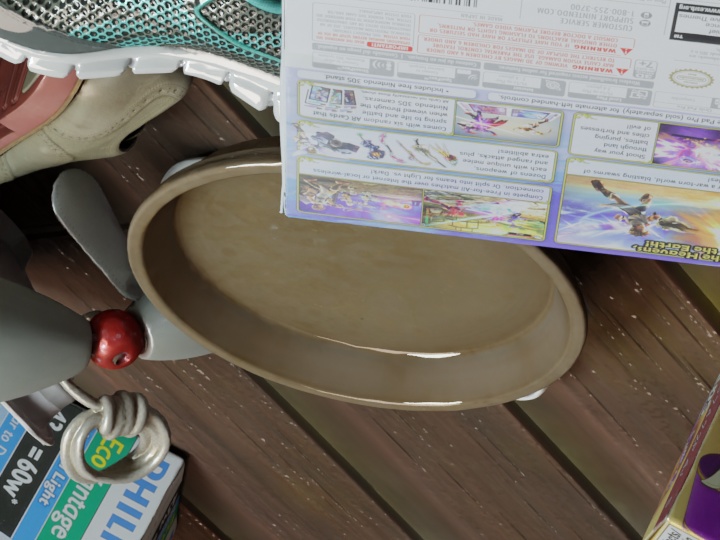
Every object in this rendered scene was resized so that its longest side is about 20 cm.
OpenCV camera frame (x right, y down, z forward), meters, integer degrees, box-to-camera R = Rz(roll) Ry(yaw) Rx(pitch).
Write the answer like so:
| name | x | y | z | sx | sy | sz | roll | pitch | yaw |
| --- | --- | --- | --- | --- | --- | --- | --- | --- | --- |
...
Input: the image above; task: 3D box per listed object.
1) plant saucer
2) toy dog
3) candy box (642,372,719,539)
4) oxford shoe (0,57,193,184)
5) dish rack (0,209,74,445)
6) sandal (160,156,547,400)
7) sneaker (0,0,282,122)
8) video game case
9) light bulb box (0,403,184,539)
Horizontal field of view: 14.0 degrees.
| name | x | y | z | sx | sy | sz | roll | pitch | yaw |
| --- | --- | --- | --- | --- | --- | --- | --- | --- | --- |
| plant saucer | 0.000 | 0.000 | 1.240 | 0.199 | 0.030 | 0.200 | 10 | 152 | 5 |
| toy dog | -0.157 | 0.016 | 1.306 | 0.199 | 0.132 | 0.096 | 9 | -145 | -45 |
| candy box | 0.228 | 0.110 | 1.209 | 0.199 | 0.117 | 0.057 | 29 | 153 | 2 |
| oxford shoe | -0.136 | -0.066 | 1.310 | 0.074 | 0.071 | 0.200 | 18 | 165 | -20 |
| dish rack | -0.206 | -0.022 | 1.410 | 0.200 | 0.043 | 0.172 | 50 | -176 | -36 |
| sandal | -0.006 | 0.009 | 1.331 | 0.202 | 0.050 | 0.083 | 26 | 153 | 6 |
| sneaker | -0.070 | -0.119 | 1.142 | 0.199 | 0.078 | 0.091 | 11 | 145 | -4 |
| video game case | 0.071 | -0.072 | 1.063 | 0.199 | 0.046 | 0.182 | 7 | 150 | 2 |
| light bulb box | -0.230 | 0.164 | 1.650 | 0.199 | 0.199 | 0.125 | 25 | 155 | 5 |
